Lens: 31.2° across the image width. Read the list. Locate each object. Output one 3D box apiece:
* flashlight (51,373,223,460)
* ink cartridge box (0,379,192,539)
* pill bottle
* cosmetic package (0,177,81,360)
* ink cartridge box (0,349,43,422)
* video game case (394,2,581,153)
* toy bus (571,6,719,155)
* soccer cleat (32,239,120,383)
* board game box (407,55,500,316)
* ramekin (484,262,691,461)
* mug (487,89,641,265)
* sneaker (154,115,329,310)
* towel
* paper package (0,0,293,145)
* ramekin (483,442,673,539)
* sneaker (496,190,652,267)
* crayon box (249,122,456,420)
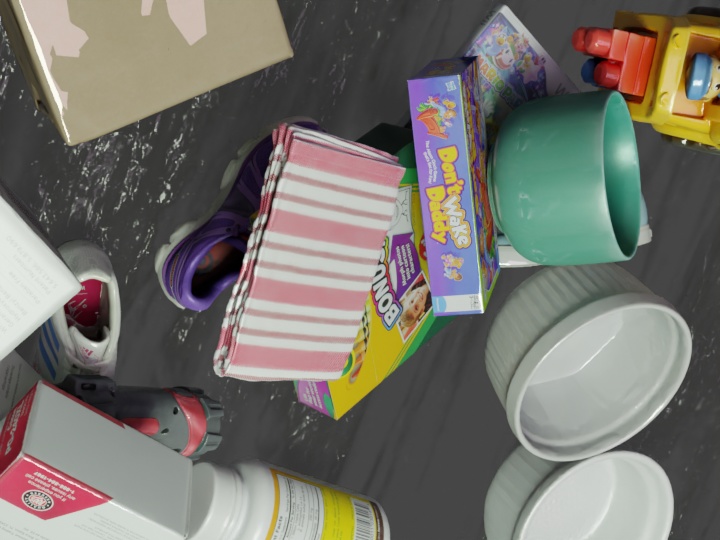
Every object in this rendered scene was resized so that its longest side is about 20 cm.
[{"bbox_3d":[-0.193,0.129,1.087,0.068,0.068,0.200,-28,163,22],"label":"flashlight"},{"bbox_3d":[-0.245,0.198,0.987,0.145,0.084,0.200,33,120,-26],"label":"ink cartridge box"},{"bbox_3d":[-0.077,0.244,1.222,0.199,0.109,0.110,24,98,-32],"label":"pill bottle"},{"bbox_3d":[-0.347,-0.004,0.950,0.200,0.165,0.165,-42,122,-7],"label":"cosmetic package"},{"bbox_3d":[-0.308,0.156,1.057,0.144,0.085,0.200,-27,124,15],"label":"ink cartridge box"},{"bbox_3d":[0.110,-0.129,1.216,0.200,0.018,0.143,-50,123,-1],"label":"video game case"},{"bbox_3d":[0.298,-0.183,1.186,0.191,0.200,0.137,9,100,-23],"label":"toy bus"},{"bbox_3d":[-0.238,0.075,1.084,0.069,0.086,0.202,-5,113,-25],"label":"soccer cleat"},{"bbox_3d":[0.084,-0.077,1.121,0.044,0.135,0.202,-4,105,13],"label":"board game box"},{"bbox_3d":[0.217,0.082,1.284,0.199,0.105,0.201,-15,132,-18],"label":"ramekin"},{"bbox_3d":[0.187,-0.078,1.173,0.185,0.114,0.153,28,61,-63],"label":"mug"},{"bbox_3d":[-0.089,-0.042,1.113,0.081,0.083,0.200,39,89,-33],"label":"sneaker"},{"bbox_3d":[-0.040,-0.008,1.029,0.146,0.030,0.202,10,99,-50],"label":"towel"},{"bbox_3d":[-0.174,-0.223,0.984,0.199,0.103,0.192,-25,119,-17],"label":"paper package"},{"bbox_3d":[0.229,0.263,1.391,0.199,0.098,0.202,-10,114,-22],"label":"ramekin"},{"bbox_3d":[0.191,-0.051,1.269,0.198,0.074,0.083,-10,93,-23],"label":"sneaker"},{"bbox_3d":[0.000,0.000,1.138,0.172,0.058,0.201,-39,131,-34],"label":"crayon box"}]
